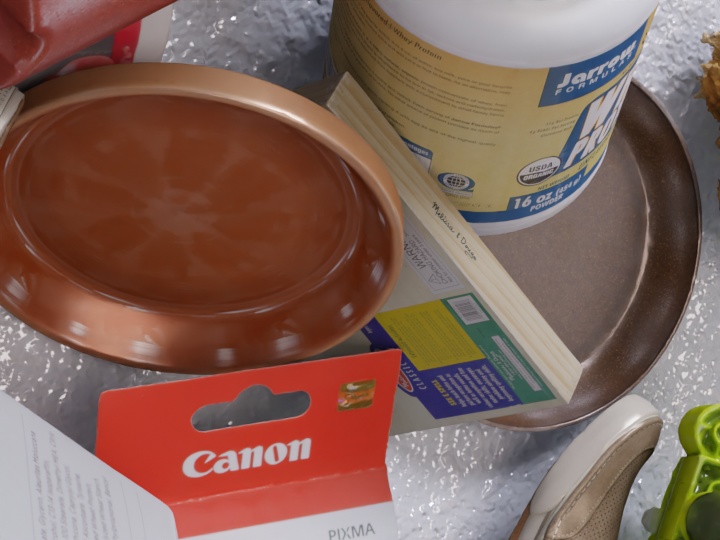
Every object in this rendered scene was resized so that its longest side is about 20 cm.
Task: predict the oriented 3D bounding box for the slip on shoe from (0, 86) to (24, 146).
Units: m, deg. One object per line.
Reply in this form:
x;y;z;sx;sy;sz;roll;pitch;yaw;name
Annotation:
-0.200;-0.015;0.831;0.060;0.200;0.076;26;47;-10;slip on shoe

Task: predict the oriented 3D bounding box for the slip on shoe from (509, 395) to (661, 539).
0.106;0.160;1.051;0.200;0.061;0.076;-52;157;-8;slip on shoe

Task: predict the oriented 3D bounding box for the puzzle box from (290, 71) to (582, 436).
0.000;0.000;0.953;0.200;0.133;0.025;51;47;-26;puzzle box

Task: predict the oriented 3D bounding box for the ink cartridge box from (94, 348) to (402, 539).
-0.053;0.144;0.958;0.162;0.057;0.200;-7;126;-27;ink cartridge box

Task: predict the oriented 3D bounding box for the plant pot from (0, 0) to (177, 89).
-0.097;-0.177;0.733;0.195;0.201;0.201;-39;115;-31;plant pot

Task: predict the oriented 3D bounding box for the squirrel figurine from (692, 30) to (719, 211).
0.280;-0.075;1.091;0.200;0.141;0.187;25;80;-32;squirrel figurine

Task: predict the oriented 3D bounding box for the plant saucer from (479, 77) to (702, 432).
0.093;-0.016;1.055;0.200;0.032;0.201;-5;102;-27;plant saucer

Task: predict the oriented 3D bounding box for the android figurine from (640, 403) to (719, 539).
0.164;0.158;1.041;0.041;0.200;0.183;19;87;4;android figurine

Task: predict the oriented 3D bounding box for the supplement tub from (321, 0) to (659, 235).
0.060;-0.123;0.904;0.144;0.200;0.145;3;59;-5;supplement tub

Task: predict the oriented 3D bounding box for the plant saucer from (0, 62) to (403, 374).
-0.080;-0.023;0.888;0.200;0.200;0.032;30;44;-29;plant saucer

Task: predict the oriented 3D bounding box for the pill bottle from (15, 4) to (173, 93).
-0.189;-0.124;0.838;0.199;0.111;0.111;-4;100;-28;pill bottle

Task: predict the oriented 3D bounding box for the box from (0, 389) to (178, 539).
-0.179;0.181;0.809;0.199;0.200;0.131;-42;118;13;box
